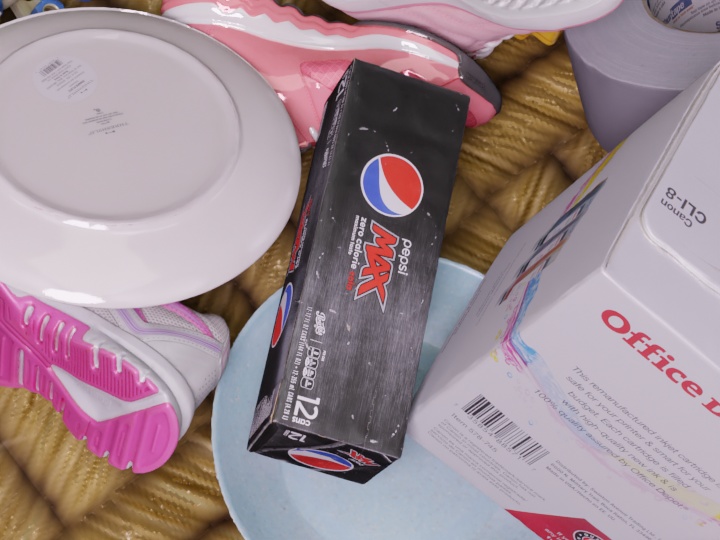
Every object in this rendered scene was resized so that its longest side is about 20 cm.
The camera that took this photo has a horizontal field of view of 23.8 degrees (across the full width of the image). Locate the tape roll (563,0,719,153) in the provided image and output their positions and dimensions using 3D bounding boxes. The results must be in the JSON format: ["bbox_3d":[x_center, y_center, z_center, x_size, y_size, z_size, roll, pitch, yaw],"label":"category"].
[{"bbox_3d":[0.213,-0.136,0.942,0.198,0.067,0.201,-15,37,11],"label":"tape roll"}]

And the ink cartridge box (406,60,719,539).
[{"bbox_3d":[0.144,0.033,0.806,0.145,0.200,0.145,38,57,-6],"label":"ink cartridge box"}]

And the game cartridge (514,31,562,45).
[{"bbox_3d":[0.101,-0.254,1.053,0.176,0.032,0.200,38,71,8],"label":"game cartridge"}]

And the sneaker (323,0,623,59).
[{"bbox_3d":[0.076,-0.159,0.937,0.199,0.104,0.076,7,83,36],"label":"sneaker"}]

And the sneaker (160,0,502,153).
[{"bbox_3d":[-0.021,-0.096,0.958,0.198,0.074,0.088,13,81,0],"label":"sneaker"}]

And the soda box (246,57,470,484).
[{"bbox_3d":[0.000,0.000,0.866,0.070,0.063,0.202,17,68,-12],"label":"soda box"}]

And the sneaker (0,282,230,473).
[{"bbox_3d":[-0.149,0.021,0.880,0.199,0.082,0.088,35,39,18],"label":"sneaker"}]

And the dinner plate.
[{"bbox_3d":[-0.126,-0.067,0.856,0.198,0.024,0.202,6,50,-7],"label":"dinner plate"}]

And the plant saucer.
[{"bbox_3d":[0.020,0.090,0.895,0.199,0.039,0.203,3,67,-7],"label":"plant saucer"}]

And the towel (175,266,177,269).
[{"bbox_3d":[-0.173,-0.053,0.888,0.198,0.023,0.144,17,29,1],"label":"towel"}]

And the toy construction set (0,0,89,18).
[{"bbox_3d":[-0.246,-0.192,0.933,0.199,0.092,0.131,39,51,8],"label":"toy construction set"}]
